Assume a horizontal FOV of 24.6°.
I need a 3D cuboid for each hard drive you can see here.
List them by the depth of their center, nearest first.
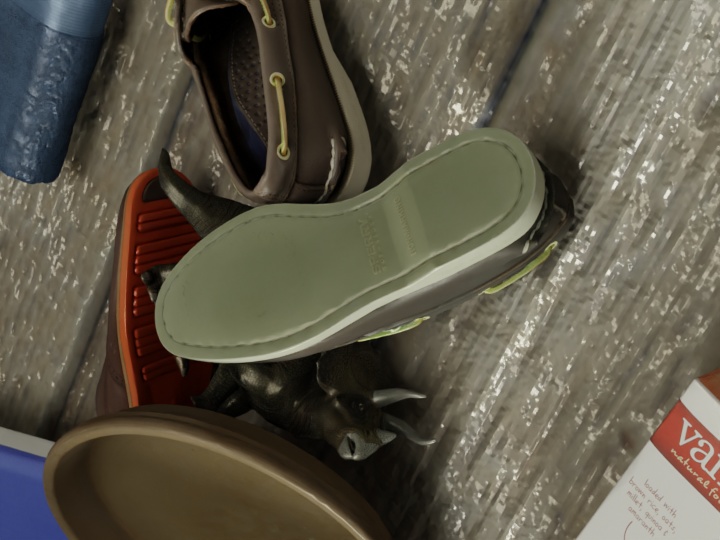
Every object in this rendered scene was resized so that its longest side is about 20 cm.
[{"bbox_3d":[-0.211,0.150,0.990,0.198,0.025,0.133,9,125,40],"label":"hard drive"}]

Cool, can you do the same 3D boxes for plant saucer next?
[{"bbox_3d":[-0.063,0.131,0.816,0.198,0.030,0.201,17,141,14],"label":"plant saucer"}]

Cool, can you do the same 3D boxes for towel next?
[{"bbox_3d":[-0.179,-0.157,0.920,0.111,0.048,0.202,39,120,30],"label":"towel"}]

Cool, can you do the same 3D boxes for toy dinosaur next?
[{"bbox_3d":[-0.046,0.026,0.822,0.077,0.101,0.201,80,166,-62],"label":"toy dinosaur"}]

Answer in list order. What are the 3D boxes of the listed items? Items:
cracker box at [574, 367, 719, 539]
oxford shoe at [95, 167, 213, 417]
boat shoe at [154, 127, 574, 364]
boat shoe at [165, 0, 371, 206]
[{"bbox_3d":[0.145,0.155,0.682,0.134,0.057,0.201,46,124,25],"label":"cracker box"},{"bbox_3d":[-0.118,0.043,0.889,0.072,0.071,0.203,12,106,44],"label":"oxford shoe"},{"bbox_3d":[0.000,0.000,0.744,0.199,0.060,0.073,-20,66,24],"label":"boat shoe"},{"bbox_3d":[-0.058,-0.118,0.800,0.072,0.059,0.202,-38,64,39],"label":"boat shoe"}]
